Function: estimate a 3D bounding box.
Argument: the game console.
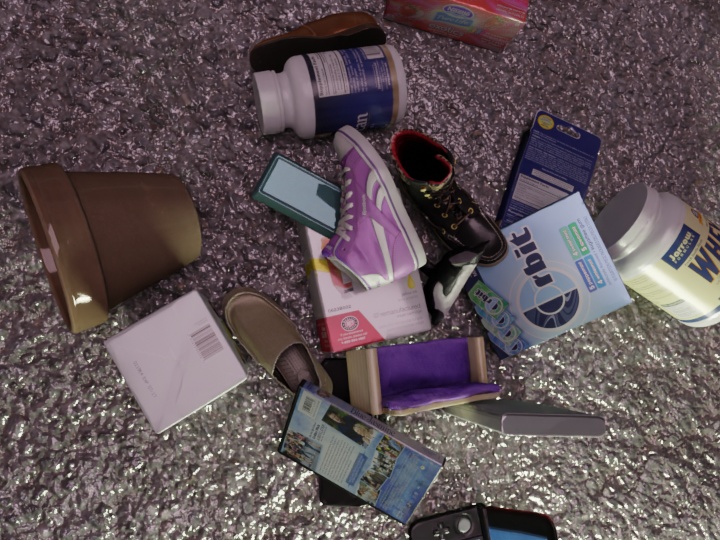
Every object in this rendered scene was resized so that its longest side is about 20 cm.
[{"bbox_3d":[0.172,0.430,0.790,0.171,0.119,0.202,-9,85,-12],"label":"game console"}]

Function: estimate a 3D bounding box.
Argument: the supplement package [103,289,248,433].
[{"bbox_3d":[-0.207,0.102,0.710,0.109,0.200,0.114,-31,91,-12],"label":"supplement package"}]

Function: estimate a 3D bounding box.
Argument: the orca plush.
[{"bbox_3d":[0.101,0.010,0.790,0.071,0.200,0.106,30,76,8],"label":"orca plush"}]

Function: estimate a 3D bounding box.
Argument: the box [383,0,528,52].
[{"bbox_3d":[0.145,-0.418,0.890,0.198,0.095,0.104,13,82,-9],"label":"box"}]

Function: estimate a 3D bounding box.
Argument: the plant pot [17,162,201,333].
[{"bbox_3d":[-0.298,-0.043,0.732,0.174,0.200,0.202,-19,87,-31],"label":"plant pot"}]

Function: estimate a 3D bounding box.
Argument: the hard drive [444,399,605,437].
[{"bbox_3d":[0.204,0.190,0.780,0.131,0.200,0.027,4,82,-10],"label":"hard drive"}]

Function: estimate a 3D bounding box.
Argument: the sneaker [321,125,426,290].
[{"bbox_3d":[-0.010,-0.073,0.733,0.114,0.073,0.202,-26,88,-10],"label":"sneaker"}]

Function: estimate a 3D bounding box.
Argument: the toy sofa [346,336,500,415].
[{"bbox_3d":[0.087,0.135,0.784,0.199,0.097,0.084,-1,82,-34],"label":"toy sofa"}]

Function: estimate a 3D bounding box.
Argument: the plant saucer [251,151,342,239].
[{"bbox_3d":[-0.038,-0.080,0.773,0.199,0.019,0.070,28,78,-7],"label":"plant saucer"}]

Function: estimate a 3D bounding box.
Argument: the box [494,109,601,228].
[{"bbox_3d":[0.291,-0.134,0.919,0.120,0.032,0.201,22,82,-8],"label":"box"}]

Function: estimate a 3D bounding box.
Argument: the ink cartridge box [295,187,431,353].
[{"bbox_3d":[0.000,0.000,0.821,0.144,0.083,0.202,-12,86,-13],"label":"ink cartridge box"}]

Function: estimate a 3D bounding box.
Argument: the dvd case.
[{"bbox_3d":[-0.006,0.234,0.755,0.199,0.143,0.018,27,38,9],"label":"dvd case"}]

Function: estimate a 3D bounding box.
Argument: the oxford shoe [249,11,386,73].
[{"bbox_3d":[-0.068,-0.331,0.865,0.198,0.072,0.072,-16,59,-12],"label":"oxford shoe"}]

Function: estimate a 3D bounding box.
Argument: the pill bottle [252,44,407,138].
[{"bbox_3d":[-0.044,-0.245,0.826,0.198,0.111,0.112,-11,86,-12],"label":"pill bottle"}]

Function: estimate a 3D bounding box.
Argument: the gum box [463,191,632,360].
[{"bbox_3d":[0.253,0.009,0.851,0.199,0.045,0.171,-27,89,12],"label":"gum box"}]

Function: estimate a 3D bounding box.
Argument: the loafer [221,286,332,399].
[{"bbox_3d":[-0.108,0.100,0.794,0.076,0.068,0.200,-43,89,-12],"label":"loafer"}]

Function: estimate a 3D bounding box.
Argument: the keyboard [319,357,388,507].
[{"bbox_3d":[-0.005,0.224,0.829,0.103,0.040,0.202,-1,84,12],"label":"keyboard"}]

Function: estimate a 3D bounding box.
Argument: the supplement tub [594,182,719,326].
[{"bbox_3d":[0.457,-0.024,0.882,0.199,0.145,0.146,32,79,-6],"label":"supplement tub"}]

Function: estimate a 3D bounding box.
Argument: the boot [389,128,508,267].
[{"bbox_3d":[0.116,-0.097,0.794,0.073,0.151,0.200,-39,70,2],"label":"boot"}]
